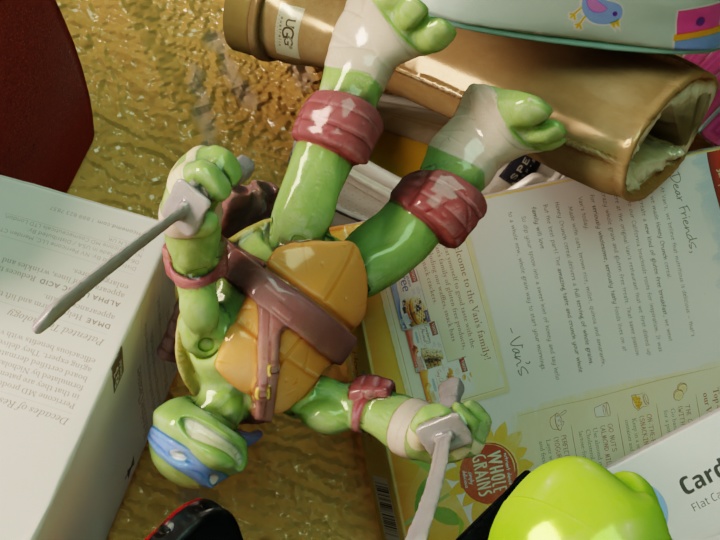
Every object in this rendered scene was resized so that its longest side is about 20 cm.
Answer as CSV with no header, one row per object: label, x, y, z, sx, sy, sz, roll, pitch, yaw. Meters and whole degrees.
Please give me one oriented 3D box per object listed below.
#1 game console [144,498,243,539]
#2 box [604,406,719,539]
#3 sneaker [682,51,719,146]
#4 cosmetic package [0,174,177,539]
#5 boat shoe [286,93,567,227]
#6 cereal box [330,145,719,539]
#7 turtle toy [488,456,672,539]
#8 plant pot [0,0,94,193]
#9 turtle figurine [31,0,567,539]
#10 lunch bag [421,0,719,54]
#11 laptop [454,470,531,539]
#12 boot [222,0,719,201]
game console,-0.067,0.217,0.801,0.119,0.172,0.200,26,56,34
box,0.194,0.141,0.878,0.156,0.041,0.200,-27,81,3
sneaker,0.220,-0.052,1.030,0.081,0.088,0.200,-39,51,13
cosmetic package,-0.140,0.078,0.857,0.081,0.113,0.200,15,61,7
boat shoe,0.068,-0.037,0.989,0.200,0.070,0.071,18,60,-1
cereal box,0.093,0.032,0.943,0.200,0.040,0.144,-11,92,-18
turtle toy,0.052,0.157,0.694,0.101,0.146,0.200,8,84,-23
plant pot,-0.228,-0.066,0.885,0.200,0.176,0.200,22,60,1
turtle figurine,0.000,0.000,0.805,0.144,0.200,0.194,30,78,7
lunch bag,0.072,-0.162,0.934,0.160,0.077,0.200,8,26,-17
laptop,0.011,0.208,0.823,0.200,0.116,0.187,-22,100,3
boot,0.064,-0.103,0.976,0.200,0.066,0.175,21,37,23
